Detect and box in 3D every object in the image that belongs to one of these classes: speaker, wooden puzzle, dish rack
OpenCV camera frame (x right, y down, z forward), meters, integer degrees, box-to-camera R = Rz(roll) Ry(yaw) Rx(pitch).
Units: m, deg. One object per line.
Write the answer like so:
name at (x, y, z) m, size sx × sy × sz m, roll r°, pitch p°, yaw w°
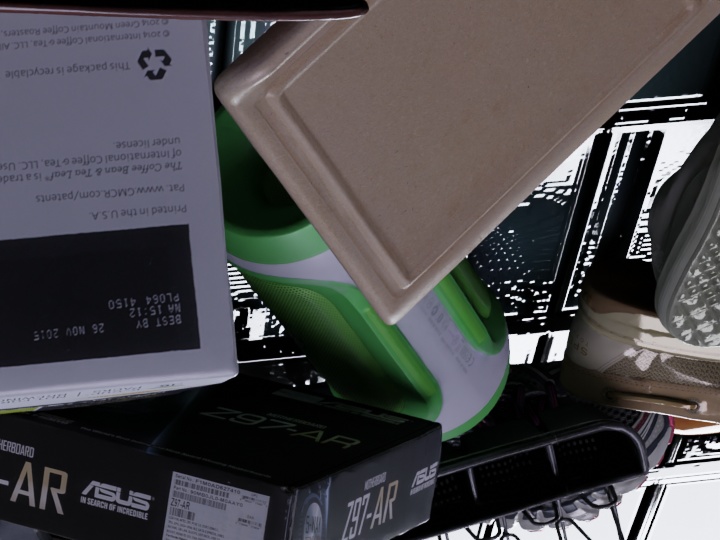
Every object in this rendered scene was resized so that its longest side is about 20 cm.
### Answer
speaker at (0.000, 0.000, 1.207) m, size 0.088 × 0.088 × 0.200 m, roll -18°, pitch 148°, yaw 11°
wooden puzzle at (0.043, -0.087, 1.067) m, size 0.185 × 0.037 × 0.200 m, roll -43°, pitch 149°, yaw -5°
dish rack at (0.064, 0.162, 1.329) m, size 0.153 × 0.055 × 0.200 m, roll -15°, pitch 115°, yaw -6°

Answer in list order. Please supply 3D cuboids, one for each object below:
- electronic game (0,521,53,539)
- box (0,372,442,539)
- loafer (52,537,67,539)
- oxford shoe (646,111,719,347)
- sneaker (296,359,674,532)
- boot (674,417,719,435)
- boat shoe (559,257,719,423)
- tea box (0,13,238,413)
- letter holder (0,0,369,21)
electronic game at (-0.094, 0.116, 1.362) m, size 0.200 × 0.042 × 0.200 m, roll 8°, pitch 136°, yaw 8°
box at (-0.087, 0.072, 1.178) m, size 0.200 × 0.044 × 0.160 m, roll 13°, pitch -169°, yaw 21°
loafer at (-0.194, 0.163, 1.444) m, size 0.200 × 0.070 × 0.070 m, roll 12°, pitch 168°, yaw -38°
oxford shoe at (0.173, -0.056, 1.205) m, size 0.075 × 0.058 × 0.200 m, roll 11°, pitch 129°, yaw -22°
sneaker at (0.047, 0.079, 1.358) m, size 0.200 × 0.081 × 0.075 m, roll -11°, pitch 146°, yaw 3°
boot at (0.238, 0.092, 1.363) m, size 0.200 × 0.155 × 0.077 m, roll -9°, pitch 153°, yaw -3°
boat shoe at (0.190, 0.049, 1.315) m, size 0.200 × 0.071 × 0.065 m, roll 15°, pitch 114°, yaw 0°
tea box at (-0.156, -0.014, 1.020) m, size 0.200 × 0.134 × 0.197 m, roll -5°, pitch 176°, yaw -11°
letter holder at (-0.085, -0.127, 0.886) m, size 0.200 × 0.142 × 0.101 m, roll 1°, pitch 112°, yaw -19°
